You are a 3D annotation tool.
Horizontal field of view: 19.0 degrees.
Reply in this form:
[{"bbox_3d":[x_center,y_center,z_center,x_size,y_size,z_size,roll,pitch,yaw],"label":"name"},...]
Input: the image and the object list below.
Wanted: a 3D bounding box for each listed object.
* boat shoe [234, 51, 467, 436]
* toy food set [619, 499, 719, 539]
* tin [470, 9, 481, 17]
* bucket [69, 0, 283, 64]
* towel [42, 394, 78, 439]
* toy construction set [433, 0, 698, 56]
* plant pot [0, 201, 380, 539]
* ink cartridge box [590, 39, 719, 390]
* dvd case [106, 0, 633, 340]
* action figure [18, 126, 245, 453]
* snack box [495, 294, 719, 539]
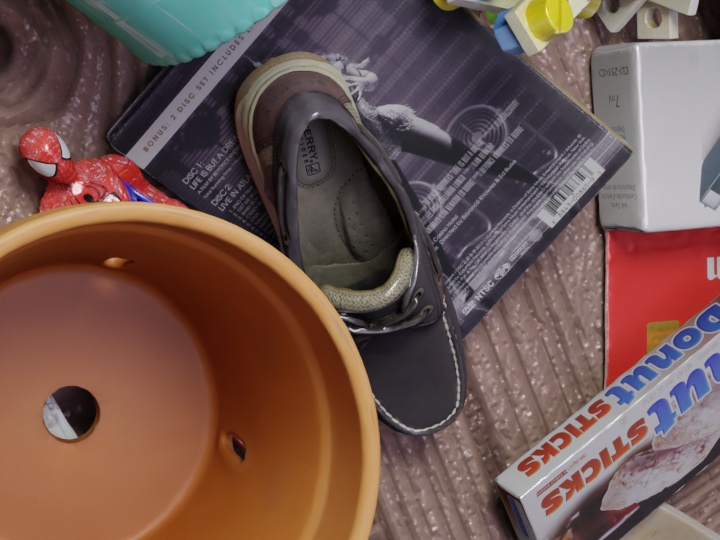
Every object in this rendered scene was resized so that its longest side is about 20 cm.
[{"bbox_3d":[0.000,0.000,0.961,0.071,0.065,0.201,-21,118,-2],"label":"boat shoe"},{"bbox_3d":[0.194,0.222,1.058,0.143,0.060,0.201,31,39,-26],"label":"toy food set"},{"bbox_3d":[0.013,-0.180,0.997,0.111,0.042,0.202,18,86,-31],"label":"tin"},{"bbox_3d":[-0.074,-0.192,0.857,0.135,0.207,0.208,44,75,-27],"label":"bucket"},{"bbox_3d":[-0.173,0.122,0.927,0.149,0.031,0.201,-37,109,-21],"label":"towel"},{"bbox_3d":[0.106,-0.162,0.980,0.199,0.092,0.132,-8,82,-58],"label":"toy construction set"},{"bbox_3d":[-0.106,0.069,0.859,0.198,0.140,0.202,-2,96,-17],"label":"plant pot"},{"bbox_3d":[0.215,-0.031,1.109,0.199,0.045,0.178,-5,95,-27],"label":"ink cartridge box"},{"bbox_3d":[0.007,-0.058,0.981,0.200,0.016,0.149,36,104,-26],"label":"dvd case"},{"bbox_3d":[-0.083,0.012,0.958,0.065,0.052,0.200,-46,110,-12],"label":"action figure"},{"bbox_3d":[0.156,0.072,1.078,0.200,0.024,0.072,-37,130,-16],"label":"snack box"}]
